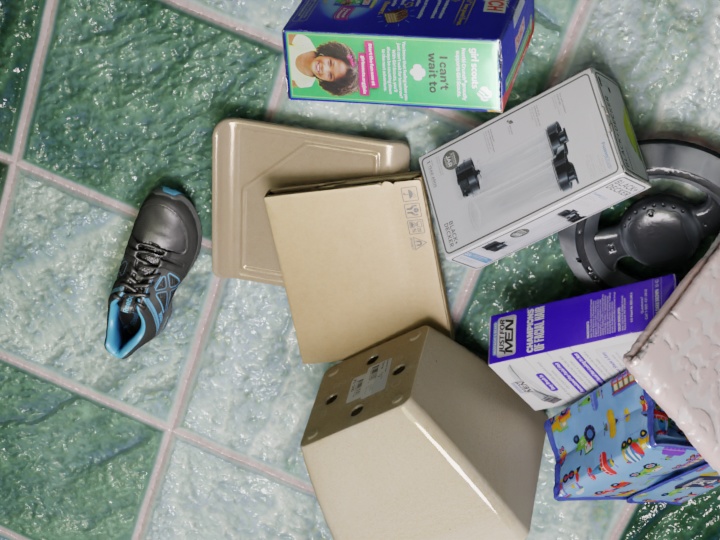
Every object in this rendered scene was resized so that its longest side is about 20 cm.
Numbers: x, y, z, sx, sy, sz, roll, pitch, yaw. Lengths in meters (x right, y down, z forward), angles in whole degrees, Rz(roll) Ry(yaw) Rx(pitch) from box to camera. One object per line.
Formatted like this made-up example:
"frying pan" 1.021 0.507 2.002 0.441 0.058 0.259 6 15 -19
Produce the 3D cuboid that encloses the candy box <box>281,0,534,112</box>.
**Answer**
"candy box" 0.049 -0.218 1.597 0.200 0.169 0.077 3 123 16

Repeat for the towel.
"towel" 0.354 0.076 1.651 0.200 0.191 0.032 46 164 -28

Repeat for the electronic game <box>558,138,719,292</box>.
"electronic game" 0.291 -0.039 1.693 0.200 0.042 0.200 6 125 9

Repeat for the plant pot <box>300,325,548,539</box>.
"plant pot" 0.051 0.178 1.781 0.200 0.200 0.177 -26 114 27

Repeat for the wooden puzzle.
"wooden puzzle" -0.052 -0.063 1.794 0.200 0.037 0.185 7 120 7

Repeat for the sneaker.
"sneaker" -0.222 0.006 1.854 0.073 0.082 0.200 21 120 8

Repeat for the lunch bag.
"lunch bag" 0.311 0.180 1.757 0.200 0.094 0.151 16 144 -30

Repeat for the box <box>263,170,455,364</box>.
"box" 0.000 0.000 1.783 0.163 0.021 0.200 -6 118 11

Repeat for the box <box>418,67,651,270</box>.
"box" 0.163 -0.093 1.659 0.200 0.060 0.117 -28 64 27

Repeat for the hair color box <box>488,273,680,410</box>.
"hair color box" 0.238 0.073 1.728 0.200 0.065 0.109 -15 143 26
